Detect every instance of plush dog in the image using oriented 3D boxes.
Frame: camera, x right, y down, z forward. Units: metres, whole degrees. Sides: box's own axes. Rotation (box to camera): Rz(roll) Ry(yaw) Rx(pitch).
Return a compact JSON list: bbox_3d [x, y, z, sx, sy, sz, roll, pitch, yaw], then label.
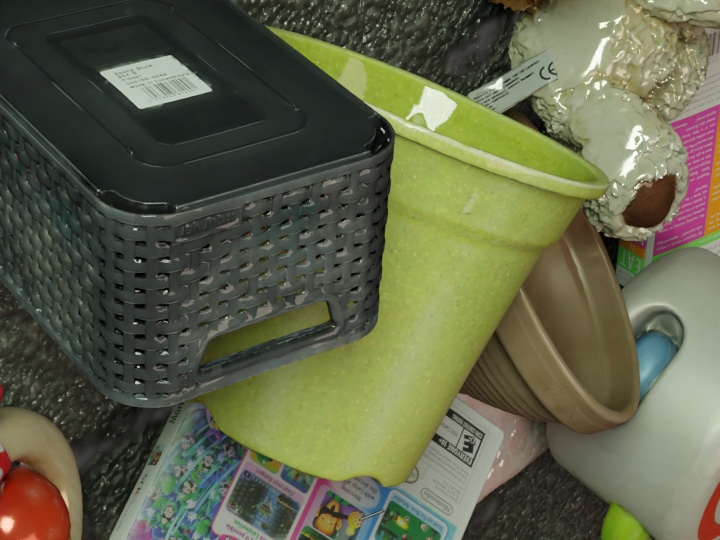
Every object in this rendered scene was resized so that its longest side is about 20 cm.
[{"bbox_3d":[0.151,-0.127,1.128,0.201,0.159,0.172,-66,163,2],"label":"plush dog"}]

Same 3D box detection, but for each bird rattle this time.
[{"bbox_3d":[-0.194,0.130,0.945,0.163,0.112,0.202,-24,107,-67],"label":"bird rattle"}]

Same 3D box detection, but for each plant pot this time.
[{"bbox_3d":[0.000,0.000,0.964,0.200,0.200,0.186,7,109,-51],"label":"plant pot"},{"bbox_3d":[0.082,0.011,1.128,0.092,0.202,0.201,-24,151,22],"label":"plant pot"}]

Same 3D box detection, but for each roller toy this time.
[{"bbox_3d":[0.221,0.083,1.294,0.199,0.139,0.183,-33,149,-35],"label":"roller toy"}]

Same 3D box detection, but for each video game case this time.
[{"bbox_3d":[-0.024,0.122,1.070,0.200,0.024,0.183,36,68,-27],"label":"video game case"}]

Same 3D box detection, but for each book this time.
[{"bbox_3d":[0.239,-0.092,1.313,0.133,0.048,0.201,-24,131,-34],"label":"book"}]

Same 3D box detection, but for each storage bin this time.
[{"bbox_3d":[-0.090,-0.045,0.821,0.134,0.200,0.094,-18,129,-31],"label":"storage bin"}]

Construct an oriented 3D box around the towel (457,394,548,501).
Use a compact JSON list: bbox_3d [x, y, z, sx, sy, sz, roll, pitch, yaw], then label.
[{"bbox_3d":[0.088,0.075,1.272,0.199,0.032,0.192,-33,138,-29],"label":"towel"}]
